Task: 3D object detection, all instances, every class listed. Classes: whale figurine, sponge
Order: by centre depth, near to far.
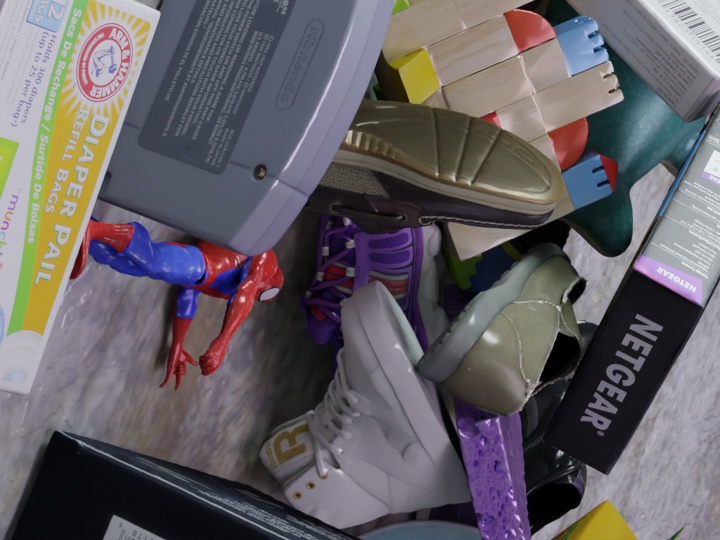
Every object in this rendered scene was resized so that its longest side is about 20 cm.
[{"bbox_3d":[0.079,0.095,1.705,0.200,0.030,0.112,-91,167,-65],"label":"sponge"},{"bbox_3d":[0.166,-0.109,1.719,0.159,0.104,0.201,35,52,-20],"label":"whale figurine"}]

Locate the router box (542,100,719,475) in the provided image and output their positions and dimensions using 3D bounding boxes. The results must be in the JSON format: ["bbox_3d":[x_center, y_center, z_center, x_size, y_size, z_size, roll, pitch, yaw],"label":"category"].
[{"bbox_3d":[0.181,0.010,1.631,0.149,0.051,0.200,-59,173,-35],"label":"router box"}]

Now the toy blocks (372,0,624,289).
[{"bbox_3d":[0.088,-0.104,1.615,0.136,0.100,0.201,-23,106,-8],"label":"toy blocks"}]

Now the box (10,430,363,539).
[{"bbox_3d":[-0.064,0.189,1.529,0.200,0.196,0.118,23,89,-56],"label":"box"}]

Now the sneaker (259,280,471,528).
[{"bbox_3d":[-0.008,0.091,1.622,0.115,0.074,0.200,-17,139,5],"label":"sneaker"}]

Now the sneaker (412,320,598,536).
[{"bbox_3d":[0.128,0.123,1.855,0.200,0.087,0.076,-51,141,-25],"label":"sneaker"}]

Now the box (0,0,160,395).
[{"bbox_3d":[-0.193,-0.056,1.308,0.112,0.101,0.201,15,94,-55],"label":"box"}]

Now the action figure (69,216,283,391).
[{"bbox_3d":[-0.109,0.021,1.497,0.200,0.065,0.099,5,95,-54],"label":"action figure"}]

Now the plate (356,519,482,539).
[{"bbox_3d":[0.051,0.251,1.735,0.026,0.199,0.201,-27,131,-71],"label":"plate"}]

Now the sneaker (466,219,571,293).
[{"bbox_3d":[0.114,-0.064,1.778,0.066,0.078,0.200,40,51,-12],"label":"sneaker"}]

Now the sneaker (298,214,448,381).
[{"bbox_3d":[0.000,0.000,1.631,0.083,0.081,0.201,-32,129,-25],"label":"sneaker"}]

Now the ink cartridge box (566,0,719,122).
[{"bbox_3d":[0.191,-0.192,1.686,0.176,0.200,0.045,-23,155,-45],"label":"ink cartridge box"}]

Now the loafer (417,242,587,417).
[{"bbox_3d":[0.093,0.042,1.621,0.075,0.070,0.200,-49,175,26],"label":"loafer"}]

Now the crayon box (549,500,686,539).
[{"bbox_3d":[0.112,0.220,1.791,0.200,0.051,0.127,-38,178,18],"label":"crayon box"}]

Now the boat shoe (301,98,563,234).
[{"bbox_3d":[0.012,-0.054,1.535,0.073,0.199,0.065,-67,171,-55],"label":"boat shoe"}]

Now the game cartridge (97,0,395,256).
[{"bbox_3d":[-0.054,-0.112,1.444,0.040,0.133,0.201,26,86,-48],"label":"game cartridge"}]
